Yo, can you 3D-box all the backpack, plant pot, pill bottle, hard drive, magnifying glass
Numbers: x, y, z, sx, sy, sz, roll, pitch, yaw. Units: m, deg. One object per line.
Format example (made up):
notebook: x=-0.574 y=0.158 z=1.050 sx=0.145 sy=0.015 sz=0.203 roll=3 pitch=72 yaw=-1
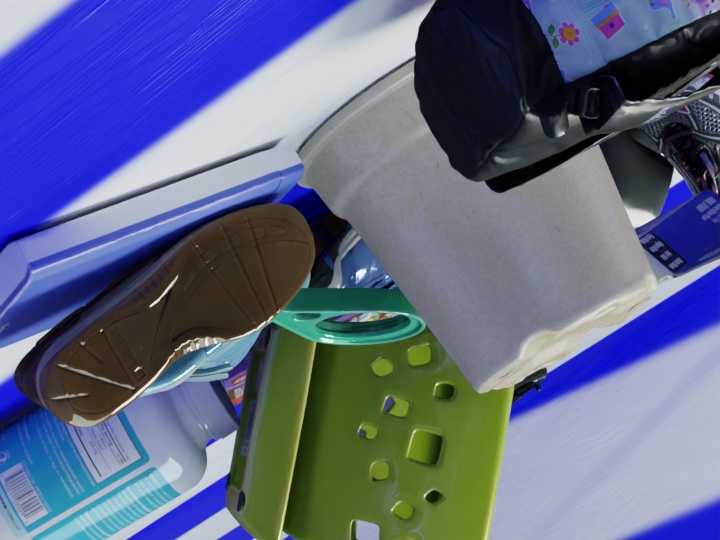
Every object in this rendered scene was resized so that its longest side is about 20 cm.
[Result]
backpack: x=0.134 y=-0.139 z=1.215 sx=0.199 sy=0.127 sz=0.167 roll=-28 pitch=-178 yaw=-16
plant pot: x=0.087 y=-0.033 z=1.432 sx=0.200 sy=0.184 sz=0.200 roll=-29 pitch=170 yaw=-5
plant pot: x=0.001 y=0.127 z=1.688 sx=0.180 sy=0.200 sz=0.200 roll=11 pitch=177 yaw=-8
pill bottle: x=-0.190 y=0.136 z=1.679 sx=0.199 sy=0.111 sz=0.111 roll=-30 pitch=170 yaw=2
hard drive: x=-0.140 y=-0.010 z=1.347 sx=0.199 sy=0.025 sz=0.132 roll=-23 pitch=168 yaw=-37
magnifying glass: x=-0.042 y=0.024 z=1.455 sx=0.199 sy=0.023 sz=0.079 roll=12 pitch=157 yaw=-39

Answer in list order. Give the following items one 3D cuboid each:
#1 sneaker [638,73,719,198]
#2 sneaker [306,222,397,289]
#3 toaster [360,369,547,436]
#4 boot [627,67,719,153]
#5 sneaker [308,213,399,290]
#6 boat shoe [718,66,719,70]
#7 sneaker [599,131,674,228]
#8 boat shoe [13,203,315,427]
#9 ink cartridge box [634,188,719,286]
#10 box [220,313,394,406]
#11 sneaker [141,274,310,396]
sneaker: x=0.265 y=-0.075 z=1.670 sx=0.080 sy=0.200 sz=0.075 roll=-15 pitch=-137 yaw=55
sneaker: x=0.036 y=-0.020 z=1.578 sx=0.200 sy=0.077 sz=0.076 roll=-36 pitch=177 yaw=-36
toaster: x=0.075 y=0.119 z=2.336 sx=0.180 sy=0.119 sz=0.200 roll=-23 pitch=169 yaw=-37
boot: x=0.197 y=-0.098 z=1.764 sx=0.165 sy=0.066 sz=0.200 roll=-32 pitch=176 yaw=-42
sneaker: x=0.000 y=0.000 z=1.660 sx=0.199 sy=0.076 sz=0.088 roll=-18 pitch=165 yaw=-48
boat shoe: x=0.310 y=-0.146 z=1.687 sx=0.070 sy=0.071 sz=0.200 roll=-44 pitch=136 yaw=-8
sneaker: x=0.146 y=-0.024 z=1.709 sx=0.200 sy=0.106 sz=0.075 roll=-52 pitch=-152 yaw=18
boat shoe: x=-0.117 y=0.021 z=1.341 sx=0.200 sy=0.072 sz=0.072 roll=-37 pitch=-155 yaw=-26
ink cartridge box: x=0.189 y=-0.004 z=1.575 sx=0.199 sy=0.041 sz=0.199 roll=-31 pitch=180 yaw=25
box: x=-0.032 y=0.040 z=1.869 sx=0.199 sy=0.039 sz=0.137 roll=-29 pitch=169 yaw=-7
sneaker: x=-0.132 y=0.050 z=1.519 sx=0.199 sy=0.080 sz=0.131 roll=-24 pitch=167 yaw=-28
